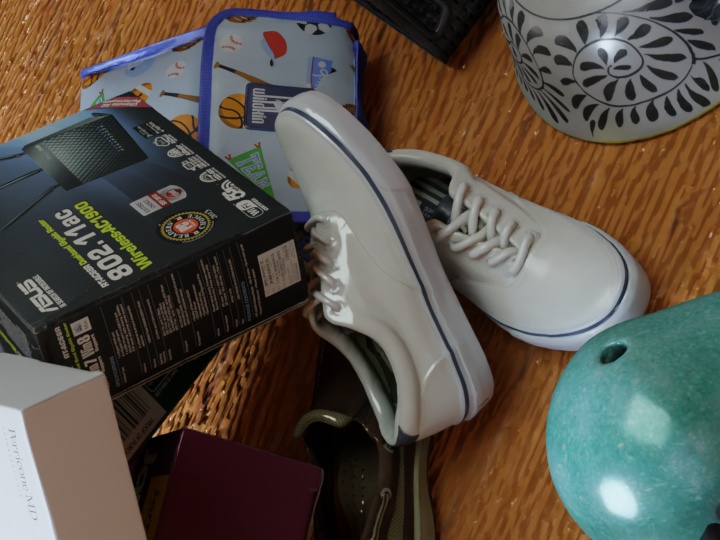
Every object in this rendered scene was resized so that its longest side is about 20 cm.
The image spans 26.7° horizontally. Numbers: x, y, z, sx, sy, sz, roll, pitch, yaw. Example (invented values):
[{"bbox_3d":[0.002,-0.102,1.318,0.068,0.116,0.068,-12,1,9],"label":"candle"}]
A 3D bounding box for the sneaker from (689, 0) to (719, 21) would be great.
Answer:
[{"bbox_3d":[0.159,-0.205,0.766,0.097,0.071,0.202,-22,69,-18],"label":"sneaker"}]

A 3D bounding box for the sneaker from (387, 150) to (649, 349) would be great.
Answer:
[{"bbox_3d":[0.070,-0.014,0.845,0.199,0.071,0.074,25,85,47],"label":"sneaker"}]

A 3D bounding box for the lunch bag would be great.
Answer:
[{"bbox_3d":[-0.089,-0.072,1.003,0.198,0.124,0.172,-13,59,21],"label":"lunch bag"}]

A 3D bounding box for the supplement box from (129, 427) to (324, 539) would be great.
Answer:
[{"bbox_3d":[-0.105,0.160,0.857,0.200,0.085,0.111,-25,49,63],"label":"supplement box"}]

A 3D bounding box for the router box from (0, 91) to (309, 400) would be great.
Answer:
[{"bbox_3d":[-0.143,-0.016,0.830,0.149,0.063,0.200,-27,37,-23],"label":"router box"}]

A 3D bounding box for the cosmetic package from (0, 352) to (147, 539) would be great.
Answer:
[{"bbox_3d":[-0.159,0.142,0.739,0.150,0.051,0.202,3,111,46],"label":"cosmetic package"}]

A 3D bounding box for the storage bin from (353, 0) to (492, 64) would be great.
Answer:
[{"bbox_3d":[-0.001,-0.235,0.992,0.094,0.135,0.200,-52,42,7],"label":"storage bin"}]

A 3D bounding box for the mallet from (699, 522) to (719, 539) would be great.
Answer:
[{"bbox_3d":[0.109,0.183,0.692,0.066,0.041,0.201,55,129,50],"label":"mallet"}]

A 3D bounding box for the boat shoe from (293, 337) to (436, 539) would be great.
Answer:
[{"bbox_3d":[0.000,0.089,0.861,0.074,0.075,0.204,-29,51,27],"label":"boat shoe"}]

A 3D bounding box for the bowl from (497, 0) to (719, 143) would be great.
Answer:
[{"bbox_3d":[0.145,-0.183,0.865,0.200,0.094,0.203,-22,55,34],"label":"bowl"}]

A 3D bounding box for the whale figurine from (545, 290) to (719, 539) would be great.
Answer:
[{"bbox_3d":[0.170,0.046,0.701,0.200,0.104,0.159,-43,24,2],"label":"whale figurine"}]

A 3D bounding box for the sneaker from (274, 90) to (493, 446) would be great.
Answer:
[{"bbox_3d":[0.000,0.000,0.818,0.201,0.070,0.073,61,153,1],"label":"sneaker"}]

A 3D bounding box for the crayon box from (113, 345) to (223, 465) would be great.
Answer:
[{"bbox_3d":[-0.157,0.076,0.893,0.172,0.058,0.200,-36,12,41],"label":"crayon box"}]
